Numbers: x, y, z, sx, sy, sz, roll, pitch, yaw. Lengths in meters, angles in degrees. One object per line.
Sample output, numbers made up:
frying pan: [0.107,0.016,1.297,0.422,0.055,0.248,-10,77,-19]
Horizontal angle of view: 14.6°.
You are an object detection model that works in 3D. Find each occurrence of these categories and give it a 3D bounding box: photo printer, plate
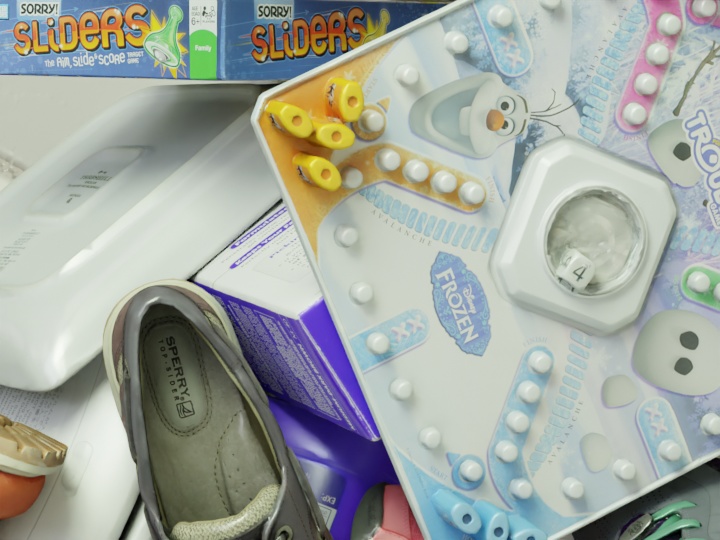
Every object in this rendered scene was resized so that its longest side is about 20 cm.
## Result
photo printer: [-0.138,0.094,1.205,0.200,0.069,0.167,3,67,60]
plate: [-0.113,-0.026,1.224,0.200,0.032,0.199,-42,23,-23]

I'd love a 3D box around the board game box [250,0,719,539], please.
board game box: [0.086,-0.011,1.030,0.199,0.201,0.026,-26,14,-12]

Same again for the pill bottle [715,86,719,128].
pill bottle: [0.185,-0.120,1.105,0.200,0.112,0.112,-45,50,7]

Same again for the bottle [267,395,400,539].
bottle: [-0.050,0.154,1.155,0.083,0.065,0.201,13,75,32]

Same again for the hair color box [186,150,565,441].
hair color box: [0.000,0.000,1.127,0.109,0.065,0.200,-36,17,-12]

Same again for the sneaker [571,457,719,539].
sneaker: [0.133,0.116,1.034,0.075,0.087,0.200,-49,49,3]

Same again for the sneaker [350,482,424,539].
sneaker: [0.064,0.159,1.084,0.086,0.074,0.201,-30,59,6]

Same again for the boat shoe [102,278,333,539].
boat shoe: [-0.050,0.098,1.086,0.071,0.065,0.201,-20,88,1]

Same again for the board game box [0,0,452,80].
board game box: [-0.048,-0.100,1.204,0.135,0.199,0.035,4,96,35]

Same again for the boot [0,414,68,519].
boot: [-0.179,0.103,1.122,0.200,0.075,0.108,-16,54,64]
